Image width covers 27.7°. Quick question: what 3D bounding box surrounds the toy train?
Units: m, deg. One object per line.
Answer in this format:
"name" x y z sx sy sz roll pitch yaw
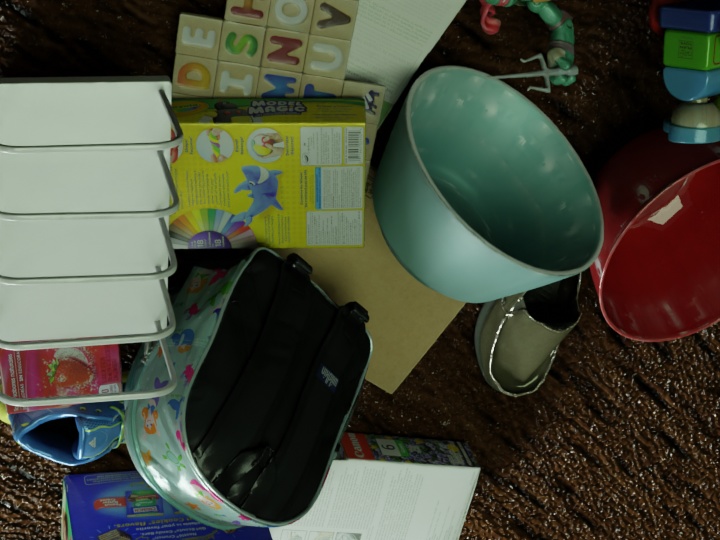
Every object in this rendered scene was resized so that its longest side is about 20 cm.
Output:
"toy train" 0.313 -0.173 1.195 0.199 0.084 0.117 -17 115 -45

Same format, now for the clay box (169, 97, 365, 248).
"clay box" -0.095 -0.076 1.144 0.198 0.048 0.116 1 124 -1

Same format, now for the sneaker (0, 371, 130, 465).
"sneaker" -0.202 0.128 1.213 0.198 0.105 0.076 1 117 -17

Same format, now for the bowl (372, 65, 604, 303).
"bowl" 0.087 -0.055 1.174 0.200 0.202 0.105 25 134 -26

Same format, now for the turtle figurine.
"turtle figurine" 0.164 -0.235 1.140 0.199 0.101 0.150 -26 141 -22

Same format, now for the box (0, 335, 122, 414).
"box" -0.243 -0.001 1.136 0.095 0.100 0.201 -7 118 -13

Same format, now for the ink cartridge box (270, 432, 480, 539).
"ink cartridge box" 0.001 0.208 1.350 0.198 0.050 0.110 7 115 -19

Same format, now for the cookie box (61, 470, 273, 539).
"cookie box" -0.161 0.253 1.235 0.170 0.200 0.076 -2 117 -15

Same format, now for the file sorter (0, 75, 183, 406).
"file sorter" -0.195 -0.019 1.013 0.138 0.125 0.201 -3 117 -15

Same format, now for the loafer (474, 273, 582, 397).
"loafer" 0.151 0.039 1.286 0.075 0.070 0.201 -4 127 -15

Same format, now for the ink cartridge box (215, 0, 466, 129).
"ink cartridge box" -0.006 -0.206 1.135 0.145 0.048 0.200 22 123 -25

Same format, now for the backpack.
"backpack" -0.097 0.103 1.165 0.150 0.201 0.177 -14 137 40

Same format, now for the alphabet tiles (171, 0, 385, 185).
"alphabet tiles" -0.067 -0.128 1.143 0.166 0.008 0.201 8 123 -7

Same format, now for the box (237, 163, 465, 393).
"box" 0.000 0.000 1.256 0.199 0.021 0.164 32 104 -28

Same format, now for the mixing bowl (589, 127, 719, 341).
"mixing bowl" 0.267 -0.049 1.249 0.199 0.109 0.201 -16 136 -16
